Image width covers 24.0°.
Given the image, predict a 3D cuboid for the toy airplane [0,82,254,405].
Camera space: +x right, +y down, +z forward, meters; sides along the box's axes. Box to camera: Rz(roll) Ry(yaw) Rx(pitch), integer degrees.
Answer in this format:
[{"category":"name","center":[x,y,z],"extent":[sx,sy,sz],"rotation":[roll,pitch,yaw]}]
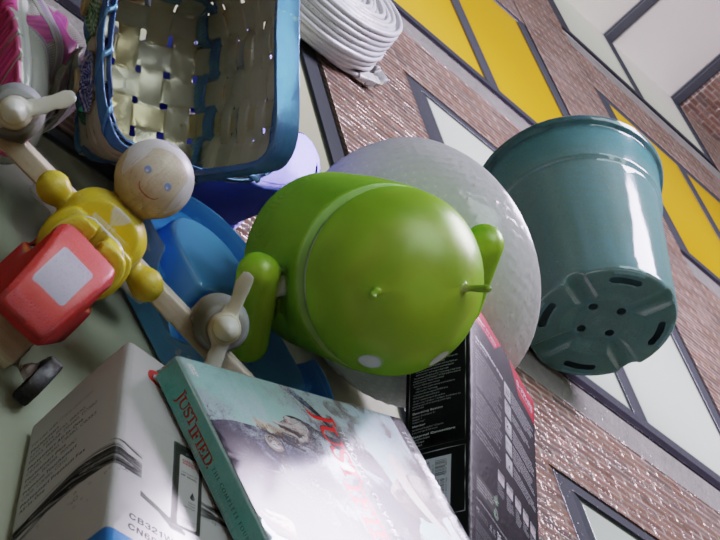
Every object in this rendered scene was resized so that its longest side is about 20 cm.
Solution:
[{"category":"toy airplane","center":[-0.144,-0.022,0.965],"extent":[0.200,0.141,0.200],"rotation":[25,30,-49]}]

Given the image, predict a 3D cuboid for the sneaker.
[{"category":"sneaker","center":[-0.215,-0.129,1.106],"extent":[0.088,0.081,0.200],"rotation":[34,25,-31]}]

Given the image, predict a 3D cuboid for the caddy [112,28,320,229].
[{"category":"caddy","center":[-0.115,-0.103,1.242],"extent":[0.200,0.105,0.142],"rotation":[3,71,-66]}]

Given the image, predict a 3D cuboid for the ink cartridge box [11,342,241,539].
[{"category":"ink cartridge box","center":[-0.093,0.150,0.836],"extent":[0.146,0.084,0.200],"rotation":[39,22,-24]}]

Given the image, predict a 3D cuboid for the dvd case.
[{"category":"dvd case","center":[-0.011,0.122,0.900],"extent":[0.200,0.022,0.146],"rotation":[23,29,-50]}]

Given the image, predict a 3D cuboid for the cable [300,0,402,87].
[{"category":"cable","center":[-0.043,-0.300,1.809],"extent":[0.200,0.069,0.200],"rotation":[19,35,-55]}]

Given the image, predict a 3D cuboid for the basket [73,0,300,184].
[{"category":"basket","center":[-0.096,-0.134,1.046],"extent":[0.139,0.200,0.177],"rotation":[12,75,-37]}]

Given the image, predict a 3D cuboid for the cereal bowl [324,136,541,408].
[{"category":"cereal bowl","center":[0.024,0.009,1.209],"extent":[0.083,0.200,0.200],"rotation":[-22,70,-48]}]

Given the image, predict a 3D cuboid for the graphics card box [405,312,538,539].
[{"category":"graphics card box","center":[0.073,0.132,1.091],"extent":[0.201,0.051,0.126],"rotation":[-88,155,-42]}]

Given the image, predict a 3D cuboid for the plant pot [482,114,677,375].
[{"category":"plant pot","center":[0.223,-0.014,1.684],"extent":[0.200,0.200,0.197],"rotation":[35,32,-33]}]

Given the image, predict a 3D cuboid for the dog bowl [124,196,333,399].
[{"category":"dog bowl","center":[-0.093,0.037,1.101],"extent":[0.111,0.050,0.200],"rotation":[16,38,-56]}]

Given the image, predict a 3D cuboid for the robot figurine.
[{"category":"robot figurine","center":[0.000,0.000,1.045],"extent":[0.175,0.116,0.200],"rotation":[-6,9,-24]}]
